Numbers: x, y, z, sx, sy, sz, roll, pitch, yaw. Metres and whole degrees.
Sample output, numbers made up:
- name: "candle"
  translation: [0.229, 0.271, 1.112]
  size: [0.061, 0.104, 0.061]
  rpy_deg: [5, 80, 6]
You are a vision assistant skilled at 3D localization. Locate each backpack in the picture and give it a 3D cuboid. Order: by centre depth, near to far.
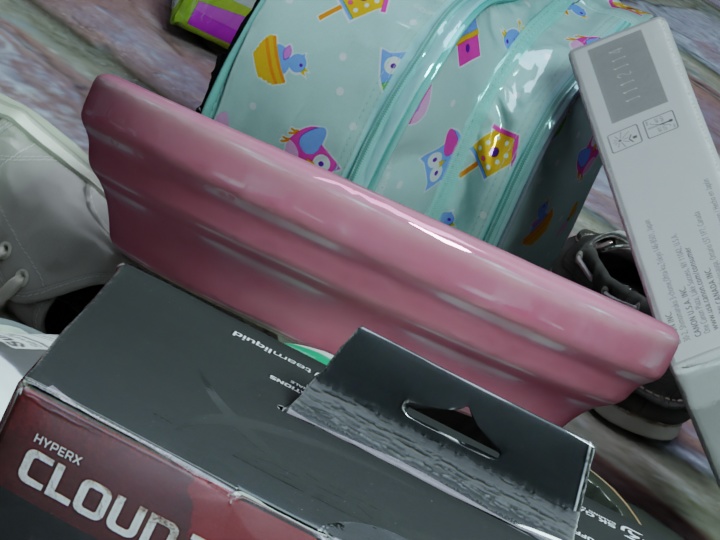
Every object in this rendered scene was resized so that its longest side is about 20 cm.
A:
- name: "backpack"
  translation: [0.020, -0.061, 1.032]
  size: [0.153, 0.176, 0.200]
  rpy_deg: [35, 30, 20]

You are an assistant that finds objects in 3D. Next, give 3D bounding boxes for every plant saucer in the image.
- name: "plant saucer"
  translation: [0.000, 0.000, 0.783]
  size: [0.200, 0.051, 0.201]
  rpy_deg: [25, 2, -1]

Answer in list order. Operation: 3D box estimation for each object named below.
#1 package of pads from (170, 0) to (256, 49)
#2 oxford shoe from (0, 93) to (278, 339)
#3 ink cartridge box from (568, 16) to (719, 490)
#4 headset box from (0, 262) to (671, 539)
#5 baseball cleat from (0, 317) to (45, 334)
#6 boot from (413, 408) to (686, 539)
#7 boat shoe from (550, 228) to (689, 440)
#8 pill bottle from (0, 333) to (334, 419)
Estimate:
- name: "package of pads"
  translation: [-0.029, -0.158, 1.392]
  size: [0.154, 0.068, 0.200]
  rpy_deg: [25, 18, -10]
- name: "oxford shoe"
  translation: [-0.119, -0.007, 0.878]
  size: [0.200, 0.075, 0.058]
  rpy_deg: [34, 44, 22]
- name: "ink cartridge box"
  translation: [0.141, 0.029, 0.926]
  size: [0.200, 0.045, 0.176]
  rpy_deg: [-100, 165, -53]
- name: "headset box"
  translation: [-0.022, 0.107, 0.490]
  size: [0.149, 0.200, 0.077]
  rpy_deg: [26, 19, 1]
- name: "baseball cleat"
  translation: [-0.154, 0.034, 0.714]
  size: [0.106, 0.070, 0.200]
  rpy_deg: [10, -11, 37]
- name: "boot"
  translation: [0.094, 0.110, 0.858]
  size: [0.200, 0.077, 0.138]
  rpy_deg: [41, 15, 4]
- name: "boat shoe"
  translation: [0.132, 0.015, 1.162]
  size: [0.067, 0.057, 0.200]
  rpy_deg: [23, 19, -10]
- name: "pill bottle"
  translation: [-0.082, 0.072, 0.637]
  size: [0.200, 0.113, 0.113]
  rpy_deg: [3, 30, -49]
